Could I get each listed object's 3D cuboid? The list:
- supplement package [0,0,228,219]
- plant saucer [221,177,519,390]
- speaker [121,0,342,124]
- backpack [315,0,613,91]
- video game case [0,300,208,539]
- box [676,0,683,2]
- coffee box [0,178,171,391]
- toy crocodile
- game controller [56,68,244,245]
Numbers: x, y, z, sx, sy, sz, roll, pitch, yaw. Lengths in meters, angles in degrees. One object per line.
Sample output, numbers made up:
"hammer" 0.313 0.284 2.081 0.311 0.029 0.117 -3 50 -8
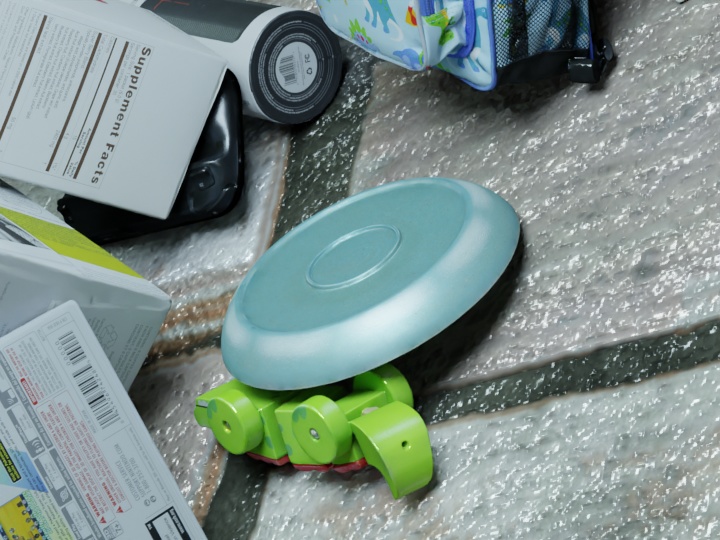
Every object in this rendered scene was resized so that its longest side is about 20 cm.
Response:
"supplement package" -0.212 -0.127 1.662 0.121 0.200 0.120 35 105 51
"plant saucer" 0.000 0.000 1.528 0.200 0.027 0.200 -23 25 12
"speaker" -0.101 -0.155 1.792 0.200 0.081 0.081 17 69 52
"backpack" 0.056 -0.223 1.561 0.147 0.201 0.183 -12 24 -27
"video game case" -0.185 0.142 1.432 0.182 0.200 0.022 -31 4 -38
"box" 0.243 -0.279 1.545 0.200 0.097 0.125 -31 38 21
"coffee box" -0.279 0.043 1.559 0.198 0.200 0.200 33 98 30
"toy crocodile" -0.029 0.092 1.496 0.067 0.062 0.200 -28 19 -37
"game controller" -0.147 -0.079 1.761 0.200 0.042 0.105 -11 70 48
